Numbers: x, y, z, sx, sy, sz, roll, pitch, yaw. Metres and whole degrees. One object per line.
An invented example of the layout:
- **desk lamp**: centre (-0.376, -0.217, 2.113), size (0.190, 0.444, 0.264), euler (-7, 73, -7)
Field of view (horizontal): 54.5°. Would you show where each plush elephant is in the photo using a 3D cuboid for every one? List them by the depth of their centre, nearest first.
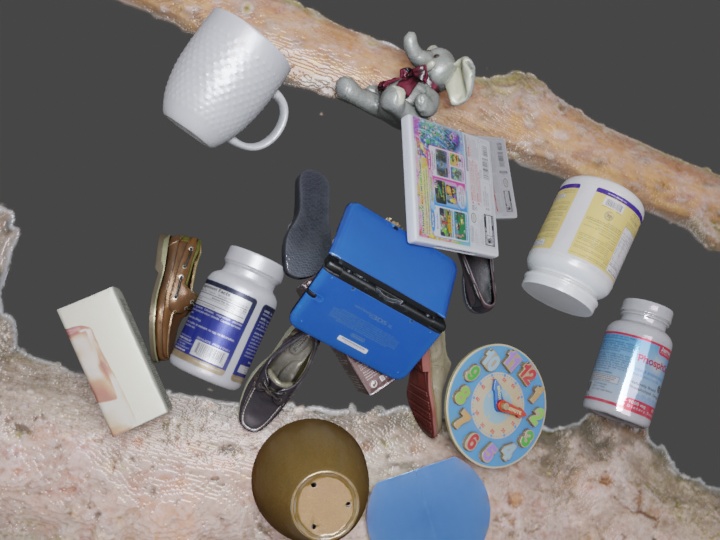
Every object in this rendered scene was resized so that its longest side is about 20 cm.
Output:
- **plush elephant**: centre (0.094, -0.306, 1.135), size (0.200, 0.165, 0.155), euler (23, 95, -35)

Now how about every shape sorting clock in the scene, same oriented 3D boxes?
- **shape sorting clock**: centre (0.223, 0.219, 1.133), size (0.200, 0.039, 0.200), euler (4, 81, -29)

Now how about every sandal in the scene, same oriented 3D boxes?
- **sandal**: centre (-0.084, -0.068, 1.115), size (0.076, 0.043, 0.200), euler (23, 55, -22)

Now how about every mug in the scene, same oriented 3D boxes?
- **mug**: centre (-0.200, -0.273, 1.096), size (0.200, 0.148, 0.175), euler (37, 87, -35)

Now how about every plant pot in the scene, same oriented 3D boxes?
- **plant pot**: centre (-0.063, 0.319, 1.020), size (0.186, 0.200, 0.187), euler (1, 83, -10)

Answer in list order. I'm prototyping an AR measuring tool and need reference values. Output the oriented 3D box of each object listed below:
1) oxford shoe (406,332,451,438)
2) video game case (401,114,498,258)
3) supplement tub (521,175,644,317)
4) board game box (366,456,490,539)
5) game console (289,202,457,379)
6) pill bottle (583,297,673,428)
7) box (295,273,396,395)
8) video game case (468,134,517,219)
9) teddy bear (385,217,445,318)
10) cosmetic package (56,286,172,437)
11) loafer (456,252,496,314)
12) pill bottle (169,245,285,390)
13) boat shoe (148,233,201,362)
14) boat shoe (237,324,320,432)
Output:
- **oxford shoe**: centre (0.118, 0.175, 1.110), size (0.075, 0.070, 0.200), euler (-21, 119, -28)
- **video game case**: centre (0.140, -0.127, 1.086), size (0.182, 0.024, 0.200), euler (9, 73, -37)
- **supplement tub**: centre (0.364, -0.039, 1.157), size (0.145, 0.145, 0.200), euler (29, 81, -6)
- **board game box**: centre (0.108, 0.389, 1.126), size (0.200, 0.039, 0.158), euler (-17, 92, -6)
- **game console**: centre (0.022, 0.032, 1.022), size (0.200, 0.118, 0.171), euler (30, 114, -15)
- **pill bottle**: centre (0.454, 0.153, 1.172), size (0.109, 0.109, 0.200), euler (21, 81, -7)
- **box**: centre (-0.018, 0.092, 1.102), size (0.075, 0.100, 0.200), euler (-33, 91, -12)
- **video game case**: centre (0.179, -0.154, 1.154), size (0.200, 0.018, 0.143), euler (-4, 84, -39)
- **teddy bear**: centre (0.066, 0.013, 1.115), size (0.067, 0.200, 0.145), euler (-18, 49, 25)
- **cosmetic package**: centre (-0.360, 0.134, 1.037), size (0.087, 0.103, 0.200), euler (-24, 87, -12)
- **loafer**: centre (0.196, -0.028, 1.168), size (0.072, 0.063, 0.200), euler (-8, 86, -12)
- **pill bottle**: centre (-0.196, 0.070, 1.064), size (0.116, 0.116, 0.200), euler (25, 80, -6)
- **boat shoe**: centre (-0.282, 0.042, 1.074), size (0.068, 0.072, 0.200), euler (4, 84, -8)
- **boat shoe**: centre (-0.127, 0.165, 1.080), size (0.072, 0.065, 0.200), euler (36, 92, -5)
